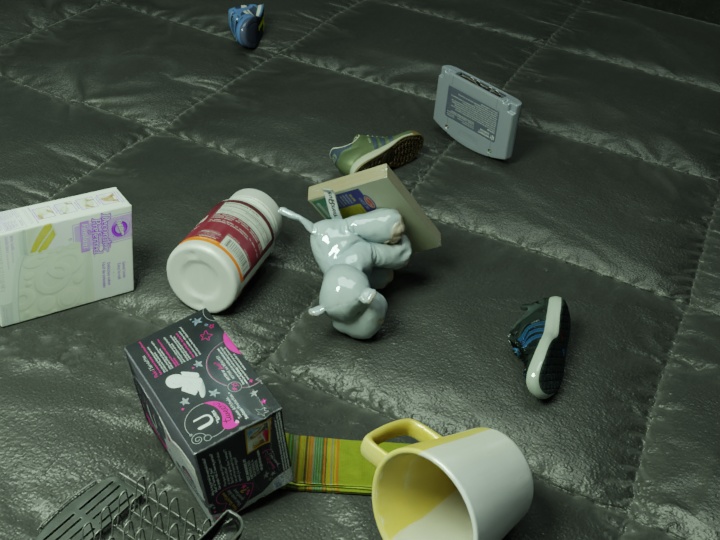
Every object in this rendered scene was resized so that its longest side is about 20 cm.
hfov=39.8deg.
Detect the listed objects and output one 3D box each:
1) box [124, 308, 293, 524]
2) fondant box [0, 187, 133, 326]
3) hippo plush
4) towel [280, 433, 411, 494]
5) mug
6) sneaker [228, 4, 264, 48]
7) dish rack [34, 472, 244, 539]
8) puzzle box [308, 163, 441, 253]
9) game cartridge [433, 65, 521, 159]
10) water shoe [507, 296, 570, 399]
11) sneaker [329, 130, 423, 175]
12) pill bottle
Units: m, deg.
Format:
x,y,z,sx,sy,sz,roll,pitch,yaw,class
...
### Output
x,y,z,sx,sy,sz,roll,pitch,yaw,class
-0.178,0.167,1.155,0.113,0.134,0.200,-24,44,-21,box
-0.417,-0.021,1.381,0.198,0.146,0.058,-18,40,-33,fondant box
0.000,0.000,1.411,0.157,0.201,0.162,-22,44,11,hippo plush
0.000,0.234,1.205,0.196,0.018,0.087,5,35,-5,towel
0.107,0.232,1.111,0.152,0.149,0.188,-16,71,-44,mug
-0.270,-0.563,2.287,0.081,0.075,0.201,6,26,1,sneaker
-0.240,0.284,1.049,0.198,0.055,0.153,24,36,23,dish rack
0.025,-0.080,1.487,0.131,0.200,0.026,-13,56,23,puzzle box
0.226,-0.303,1.942,0.041,0.135,0.199,-22,44,-38,game cartridge
0.247,0.114,1.409,0.078,0.072,0.201,-9,27,27,water shoe
0.026,-0.229,1.849,0.089,0.068,0.199,35,45,27,sneaker
-0.195,-0.036,1.477,0.112,0.116,0.201,15,34,12,pill bottle
